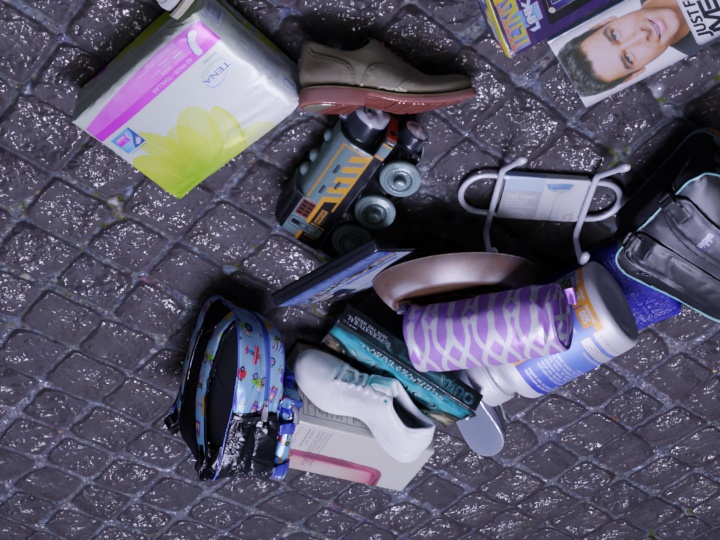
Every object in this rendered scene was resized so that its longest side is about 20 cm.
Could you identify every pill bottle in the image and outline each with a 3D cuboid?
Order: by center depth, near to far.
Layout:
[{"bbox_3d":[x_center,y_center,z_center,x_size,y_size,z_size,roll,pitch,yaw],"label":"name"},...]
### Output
[{"bbox_3d":[0.223,0.084,1.366,0.198,0.113,0.112,-32,130,25],"label":"pill bottle"}]

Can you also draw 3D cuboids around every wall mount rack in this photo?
[{"bbox_3d":[0.214,-0.082,1.274,0.196,0.075,0.175,2,138,-7],"label":"wall mount rack"}]

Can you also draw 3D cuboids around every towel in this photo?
[{"bbox_3d":[0.296,0.045,1.430,0.198,0.050,0.147,-29,131,24],"label":"towel"}]

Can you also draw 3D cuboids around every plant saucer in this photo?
[{"bbox_3d":[0.113,0.023,1.348,0.196,0.033,0.201,-3,162,-1],"label":"plant saucer"}]

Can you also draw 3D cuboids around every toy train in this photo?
[{"bbox_3d":[-0.010,-0.098,1.244,0.113,0.086,0.201,27,129,-16],"label":"toy train"}]

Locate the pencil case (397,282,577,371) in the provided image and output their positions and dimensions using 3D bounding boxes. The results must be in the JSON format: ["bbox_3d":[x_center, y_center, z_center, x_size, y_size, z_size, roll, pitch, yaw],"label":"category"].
[{"bbox_3d":[0.145,0.065,1.297,0.197,0.086,0.085,-8,108,26],"label":"pencil case"}]

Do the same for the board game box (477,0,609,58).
[{"bbox_3d":[0.166,-0.317,1.015,0.163,0.057,0.201,-28,133,2],"label":"board game box"}]

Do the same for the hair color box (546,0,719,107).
[{"bbox_3d":[0.286,-0.254,1.113,0.198,0.061,0.099,-25,132,22],"label":"hair color box"}]

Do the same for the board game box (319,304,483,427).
[{"bbox_3d":[0.047,0.123,1.412,0.198,0.028,0.135,34,160,-1],"label":"board game box"}]

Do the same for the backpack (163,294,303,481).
[{"bbox_3d":[-0.149,0.139,1.404,0.132,0.182,0.204,6,103,-26],"label":"backpack"}]

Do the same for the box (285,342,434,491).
[{"bbox_3d":[-0.014,0.196,1.509,0.197,0.129,0.109,16,135,-19],"label":"box"}]

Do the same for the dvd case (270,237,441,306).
[{"bbox_3d":[0.000,0.000,1.299,0.141,0.018,0.199,-29,170,22],"label":"dvd case"}]

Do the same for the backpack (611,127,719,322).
[{"bbox_3d":[0.401,-0.044,1.263,0.198,0.154,0.176,32,128,-6],"label":"backpack"}]

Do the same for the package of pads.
[{"bbox_3d":[-0.172,-0.176,1.157,0.199,0.069,0.154,-33,128,28],"label":"package of pads"}]

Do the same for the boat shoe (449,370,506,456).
[{"bbox_3d":[0.144,0.138,1.503,0.074,0.086,0.204,-23,104,26],"label":"boat shoe"}]

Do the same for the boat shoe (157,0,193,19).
[{"bbox_3d":[-0.143,-0.321,1.013,0.068,0.075,0.201,24,123,-19],"label":"boat shoe"}]

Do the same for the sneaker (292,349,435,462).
[{"bbox_3d":[0.010,0.151,1.414,0.198,0.076,0.089,34,142,2],"label":"sneaker"}]

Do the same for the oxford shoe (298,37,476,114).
[{"bbox_3d":[0.030,-0.199,1.147,0.197,0.075,0.070,-3,178,-28],"label":"oxford shoe"}]
